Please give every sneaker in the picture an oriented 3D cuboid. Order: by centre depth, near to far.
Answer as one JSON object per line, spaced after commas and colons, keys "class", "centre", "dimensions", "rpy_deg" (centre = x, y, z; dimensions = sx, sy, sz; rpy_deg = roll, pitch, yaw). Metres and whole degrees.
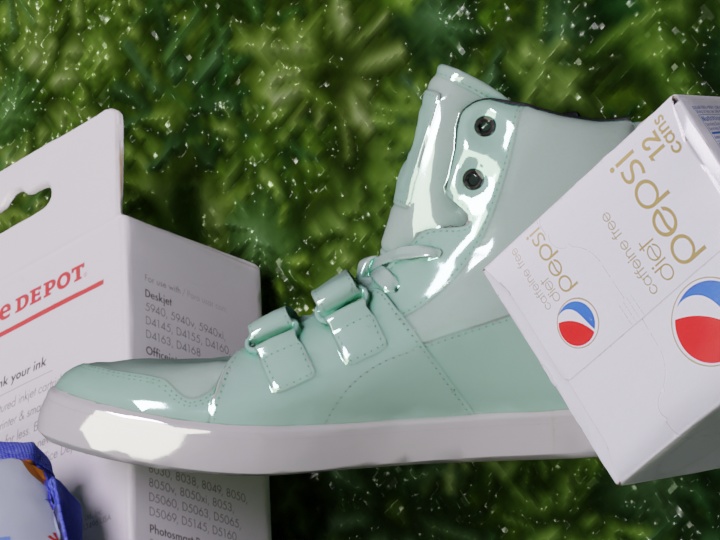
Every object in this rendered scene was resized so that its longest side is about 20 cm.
{"class": "sneaker", "centre": [0.000, 0.000, 0.777], "dimensions": [0.200, 0.074, 0.119], "rpy_deg": [-4, 91, -2]}

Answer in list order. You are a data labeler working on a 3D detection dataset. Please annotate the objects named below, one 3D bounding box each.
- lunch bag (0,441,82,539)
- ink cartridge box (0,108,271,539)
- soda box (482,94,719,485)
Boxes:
{"class": "lunch bag", "centre": [-0.158, 0.158, 0.759], "dimensions": [0.200, 0.124, 0.170], "rpy_deg": [-29, 52, 11]}
{"class": "ink cartridge box", "centre": [-0.091, 0.061, 0.867], "dimensions": [0.116, 0.067, 0.200], "rpy_deg": [-25, 56, 38]}
{"class": "soda box", "centre": [0.121, 0.002, 0.647], "dimensions": [0.068, 0.200, 0.064], "rpy_deg": [-43, 67, 30]}
